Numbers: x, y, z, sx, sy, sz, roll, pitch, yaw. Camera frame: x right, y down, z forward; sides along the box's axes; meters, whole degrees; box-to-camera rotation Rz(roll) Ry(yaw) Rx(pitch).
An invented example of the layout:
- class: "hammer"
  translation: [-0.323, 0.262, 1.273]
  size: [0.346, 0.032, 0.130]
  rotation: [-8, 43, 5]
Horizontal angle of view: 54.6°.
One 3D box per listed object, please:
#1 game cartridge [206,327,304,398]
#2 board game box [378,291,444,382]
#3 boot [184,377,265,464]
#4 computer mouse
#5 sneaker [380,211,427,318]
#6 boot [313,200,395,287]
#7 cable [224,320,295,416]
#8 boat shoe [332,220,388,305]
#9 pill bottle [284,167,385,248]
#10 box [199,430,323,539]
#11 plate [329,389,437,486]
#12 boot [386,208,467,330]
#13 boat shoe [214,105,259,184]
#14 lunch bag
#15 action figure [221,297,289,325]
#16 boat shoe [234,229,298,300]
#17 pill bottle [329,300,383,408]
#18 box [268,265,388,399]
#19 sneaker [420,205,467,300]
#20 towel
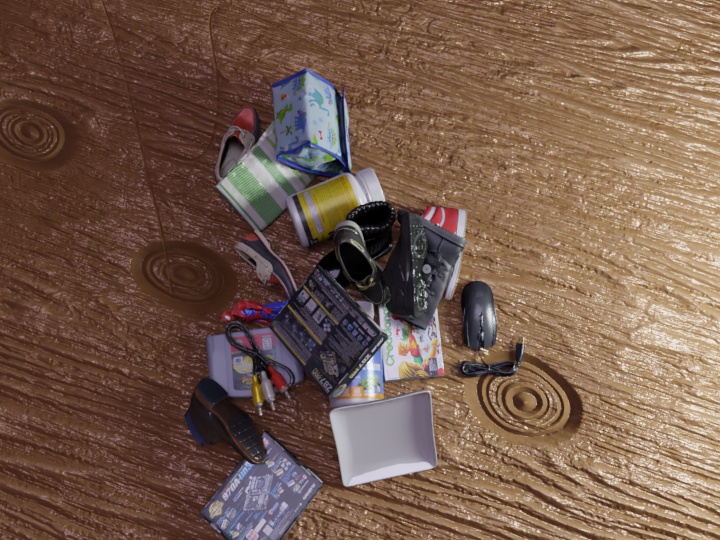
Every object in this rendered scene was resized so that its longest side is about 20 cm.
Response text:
- class: "game cartridge"
  translation: [-0.216, 0.190, 1.433]
  size: [0.194, 0.041, 0.137]
  rotation: [-8, 80, -2]
- class: "board game box"
  translation: [0.101, 0.123, 1.449]
  size: [0.122, 0.035, 0.206]
  rotation: [-5, 76, 0]
- class: "boot"
  translation: [-0.269, 0.317, 1.374]
  size: [0.201, 0.074, 0.098]
  rotation: [48, 120, 17]
- class: "computer mouse"
  translation: [0.275, 0.120, 1.444]
  size: [0.136, 0.046, 0.206]
  rotation: [5, 76, 2]
- class: "sneaker"
  translation: [0.081, -0.012, 1.361]
  size: [0.089, 0.075, 0.207]
  rotation: [-2, 83, 33]
- class: "boot"
  translation: [-0.017, -0.050, 1.428]
  size: [0.209, 0.158, 0.080]
  rotation: [-38, 75, -9]
- class: "cable"
  translation: [-0.200, 0.180, 1.391]
  size: [0.095, 0.050, 0.204]
  rotation: [-27, 79, -7]
- class: "boat shoe"
  translation: [0.000, 0.000, 1.375]
  size: [0.070, 0.204, 0.061]
  rotation: [-17, 35, 18]
- class: "pill bottle"
  translation: [-0.052, -0.136, 1.474]
  size: [0.195, 0.115, 0.117]
  rotation: [-23, 77, -5]
- class: "box"
  translation: [-0.191, 0.445, 1.362]
  size: [0.158, 0.046, 0.201]
  rotation: [37, 79, 9]
- class: "plate"
  translation: [0.046, 0.319, 1.350]
  size: [0.194, 0.033, 0.205]
  rotation: [-11, 120, -4]
- class: "boot"
  translation: [0.107, -0.003, 1.420]
  size: [0.162, 0.065, 0.204]
  rotation: [28, 98, 21]
- class: "boat shoe"
  translation: [-0.271, -0.275, 1.528]
  size: [0.069, 0.063, 0.205]
  rotation: [15, 75, 6]
- class: "lunch bag"
  translation: [-0.085, -0.303, 1.486]
  size: [0.125, 0.198, 0.176]
  rotation: [-11, 75, 32]
- class: "action figure"
  translation: [-0.189, 0.086, 1.444]
  size: [0.194, 0.066, 0.053]
  rotation: [-4, 59, -2]
- class: "boat shoe"
  translation: [-0.192, -0.004, 1.445]
  size: [0.062, 0.072, 0.201]
  rotation: [-30, 57, -17]
- class: "pill bottle"
  translation: [-0.010, 0.170, 1.398]
  size: [0.108, 0.112, 0.206]
  rotation: [-2, 76, -1]
- class: "box"
  translation: [-0.064, 0.117, 1.347]
  size: [0.162, 0.049, 0.200]
  rotation: [-49, 64, 5]
- class: "sneaker"
  translation: [0.160, -0.042, 1.472]
  size: [0.109, 0.072, 0.205]
  rotation: [11, 68, -1]
- class: "towel"
  translation: [-0.198, -0.200, 1.500]
  size: [0.201, 0.023, 0.153]
  rotation: [-48, 118, -12]
